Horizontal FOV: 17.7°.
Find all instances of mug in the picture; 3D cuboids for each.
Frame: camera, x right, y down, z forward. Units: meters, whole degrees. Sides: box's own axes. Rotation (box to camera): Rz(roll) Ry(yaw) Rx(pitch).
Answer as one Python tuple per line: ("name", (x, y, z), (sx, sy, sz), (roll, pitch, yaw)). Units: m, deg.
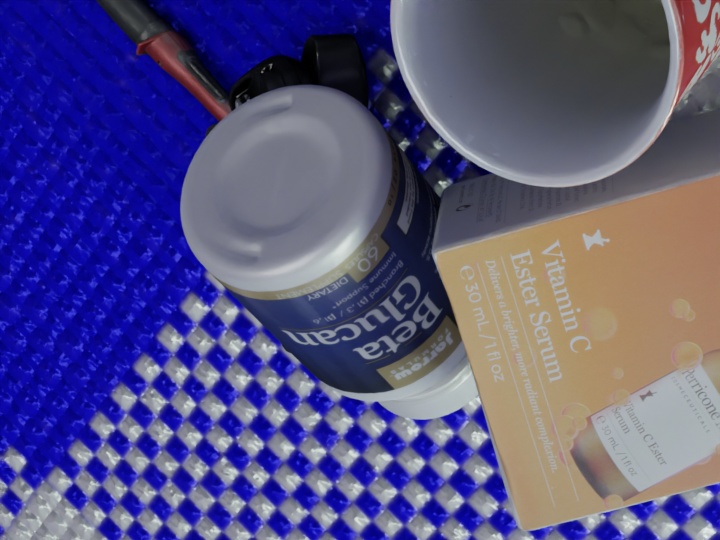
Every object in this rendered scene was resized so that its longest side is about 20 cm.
("mug", (0.120, -0.153, 1.029), (0.133, 0.200, 0.178), (20, 122, 22))

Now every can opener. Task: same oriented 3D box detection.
("can opener", (-0.034, -0.034, 1.260), (0.079, 0.063, 0.200), (-3, 126, -8))

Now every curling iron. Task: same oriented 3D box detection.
("curling iron", (-0.115, -0.119, 1.299), (0.200, 0.026, 0.050), (49, 125, 1))

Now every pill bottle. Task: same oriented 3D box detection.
("pill bottle", (0.000, 0.000, 1.187), (0.111, 0.111, 0.200), (4, 155, 29))

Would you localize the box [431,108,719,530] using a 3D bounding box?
("box", (0.152, 0.016, 1.112), (0.200, 0.106, 0.152), (-16, 106, 11))
